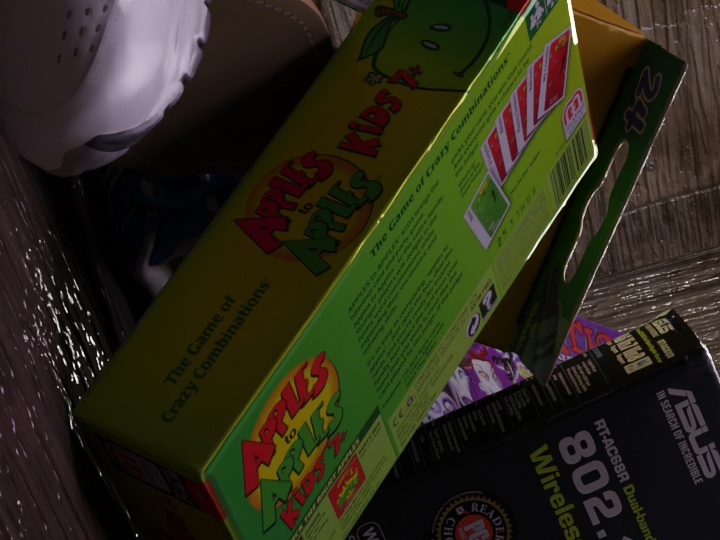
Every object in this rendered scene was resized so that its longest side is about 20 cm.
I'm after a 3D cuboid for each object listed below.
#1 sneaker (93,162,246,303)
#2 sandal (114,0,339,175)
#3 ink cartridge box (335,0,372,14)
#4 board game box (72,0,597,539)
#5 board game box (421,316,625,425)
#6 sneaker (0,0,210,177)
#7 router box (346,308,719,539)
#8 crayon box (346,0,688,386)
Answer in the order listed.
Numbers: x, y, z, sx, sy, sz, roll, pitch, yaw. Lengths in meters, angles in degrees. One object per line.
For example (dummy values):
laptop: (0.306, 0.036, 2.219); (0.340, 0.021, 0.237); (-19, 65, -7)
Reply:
sneaker: (-0.056, -0.047, 0.790); (0.077, 0.075, 0.201); (-96, 166, -63)
sandal: (-0.041, -0.074, 0.731); (0.070, 0.077, 0.211); (59, 18, 23)
ink cartridge box: (-0.060, -0.173, 0.889); (0.145, 0.048, 0.200); (20, 18, -33)
board game box: (0.000, 0.000, 0.705); (0.200, 0.047, 0.102); (-55, 151, -24)
board game box: (0.082, 0.067, 0.950); (0.199, 0.032, 0.121); (19, 39, -37)
sneaker: (-0.097, -0.116, 0.606); (0.087, 0.074, 0.201); (36, 33, -58)
router box: (0.088, 0.136, 0.833); (0.062, 0.149, 0.201); (-108, 174, -78)
crayon box: (0.040, -0.055, 0.867); (0.126, 0.051, 0.200); (-67, -157, 13)
